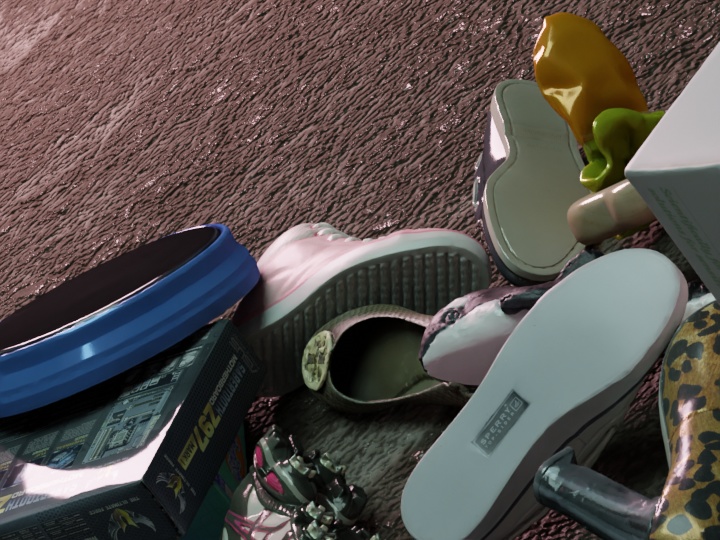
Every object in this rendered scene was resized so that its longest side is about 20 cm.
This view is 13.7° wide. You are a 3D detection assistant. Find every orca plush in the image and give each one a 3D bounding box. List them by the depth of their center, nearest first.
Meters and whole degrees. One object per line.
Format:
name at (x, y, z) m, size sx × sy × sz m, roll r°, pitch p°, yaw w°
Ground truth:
orca plush at (0.128, 0.009, 1.647) m, size 0.200 × 0.105 × 0.071 m, roll -20°, pitch 51°, yaw 30°

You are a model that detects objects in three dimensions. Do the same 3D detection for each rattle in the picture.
rattle at (0.163, -0.088, 1.696) m, size 0.130 × 0.143 × 0.200 m, roll -9°, pitch 1°, yaw 8°

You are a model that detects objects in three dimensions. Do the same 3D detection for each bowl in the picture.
bowl at (-0.160, 0.029, 1.885) m, size 0.200 × 0.039 × 0.201 m, roll -26°, pitch 11°, yaw 5°

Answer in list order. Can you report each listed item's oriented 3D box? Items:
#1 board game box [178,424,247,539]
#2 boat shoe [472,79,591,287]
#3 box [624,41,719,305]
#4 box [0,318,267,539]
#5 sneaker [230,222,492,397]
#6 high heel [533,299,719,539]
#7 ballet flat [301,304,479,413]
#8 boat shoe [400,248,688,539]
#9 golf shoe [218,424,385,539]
board game box at (-0.163, 0.157, 1.857) m, size 0.200 × 0.045 × 0.152 m, roll -32°, pitch 25°, yaw 12°
boat shoe at (0.104, -0.041, 1.864) m, size 0.200 × 0.072 × 0.063 m, roll -89°, pitch 13°, yaw -53°
box at (0.281, -0.038, 1.436) m, size 0.200 × 0.199 × 0.171 m, roll -4°, pitch 40°, yaw 52°
box at (-0.168, 0.118, 1.815) m, size 0.200 × 0.051 × 0.158 m, roll -20°, pitch 26°, yaw 31°
sneaker at (0.000, 0.000, 1.880) m, size 0.200 × 0.075 × 0.105 m, roll -26°, pitch 32°, yaw 32°
high heel at (0.202, 0.085, 1.510) m, size 0.200 × 0.072 × 0.142 m, roll -39°, pitch 40°, yaw -20°
ballet flat at (0.025, 0.054, 1.767) m, size 0.200 × 0.046 × 0.068 m, roll 3°, pitch 88°, yaw 50°
boat shoe at (0.106, 0.076, 1.591) m, size 0.072 × 0.066 × 0.200 m, roll 41°, pitch 96°, yaw 34°
golf shoe at (-0.030, 0.167, 1.660) m, size 0.088 × 0.077 × 0.200 m, roll -54°, pitch 20°, yaw 10°
